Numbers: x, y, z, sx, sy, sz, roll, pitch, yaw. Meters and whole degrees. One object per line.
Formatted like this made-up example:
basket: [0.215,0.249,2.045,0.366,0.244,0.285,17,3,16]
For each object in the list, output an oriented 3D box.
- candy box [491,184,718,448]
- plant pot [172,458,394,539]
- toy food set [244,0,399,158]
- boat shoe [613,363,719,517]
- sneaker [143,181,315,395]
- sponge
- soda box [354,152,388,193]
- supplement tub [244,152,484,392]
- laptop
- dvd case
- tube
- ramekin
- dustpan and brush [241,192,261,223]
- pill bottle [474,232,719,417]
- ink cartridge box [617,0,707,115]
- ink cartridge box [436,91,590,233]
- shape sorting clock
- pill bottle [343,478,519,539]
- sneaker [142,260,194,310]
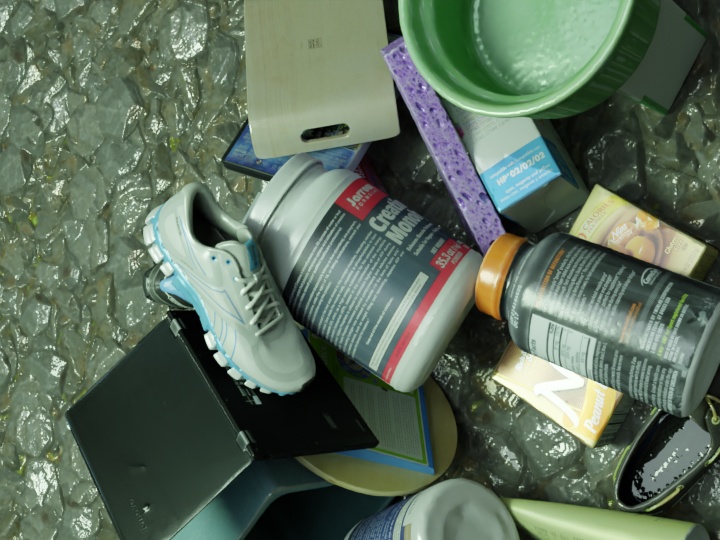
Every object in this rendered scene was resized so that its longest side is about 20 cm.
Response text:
candy box: [0.215,0.041,1.045,0.115,0.055,0.202,33,103,28]
plant pot: [-0.106,0.186,1.144,0.201,0.195,0.197,53,123,30]
toy food set: [-0.039,-0.204,1.166,0.141,0.061,0.203,-8,57,4]
boat shoe: [0.286,0.127,0.991,0.072,0.060,0.203,40,107,26]
sneaker: [-0.101,0.014,0.976,0.201,0.075,0.087,51,140,0]
sponge: [0.074,-0.114,1.065,0.029,0.112,0.202,-27,103,4]
soda box: [0.003,-0.036,1.177,0.070,0.063,0.202,-35,70,24]
supplement tub: [0.000,0.000,1.045,0.198,0.140,0.142,33,103,8]
laptop: [-0.124,0.136,1.020,0.188,0.197,0.117,51,129,41]
dvd case: [-0.036,-0.168,1.180,0.141,0.018,0.202,18,66,31]
tube: [0.199,0.224,1.003,0.198,0.051,0.059,0,105,47]
ramekin: [0.137,-0.214,0.919,0.197,0.097,0.204,-1,88,32]
dustpan and brush: [-0.052,0.026,1.197,0.199,0.058,0.140,36,148,-3]
pill bottle: [0.194,0.034,0.964,0.198,0.106,0.108,23,98,27]
ink cartridge box: [0.184,-0.226,1.034,0.199,0.145,0.085,34,104,29]
ink cartridge box: [0.127,-0.144,1.076,0.067,0.115,0.202,-31,71,17]
shape sorting clock: [-0.002,0.128,1.093,0.200,0.198,0.039,49,128,24]
pill bottle: [0.047,0.268,1.070,0.200,0.110,0.113,-38,65,50]
sneaker: [-0.152,-0.003,1.115,0.081,0.200,0.072,-3,96,10]
